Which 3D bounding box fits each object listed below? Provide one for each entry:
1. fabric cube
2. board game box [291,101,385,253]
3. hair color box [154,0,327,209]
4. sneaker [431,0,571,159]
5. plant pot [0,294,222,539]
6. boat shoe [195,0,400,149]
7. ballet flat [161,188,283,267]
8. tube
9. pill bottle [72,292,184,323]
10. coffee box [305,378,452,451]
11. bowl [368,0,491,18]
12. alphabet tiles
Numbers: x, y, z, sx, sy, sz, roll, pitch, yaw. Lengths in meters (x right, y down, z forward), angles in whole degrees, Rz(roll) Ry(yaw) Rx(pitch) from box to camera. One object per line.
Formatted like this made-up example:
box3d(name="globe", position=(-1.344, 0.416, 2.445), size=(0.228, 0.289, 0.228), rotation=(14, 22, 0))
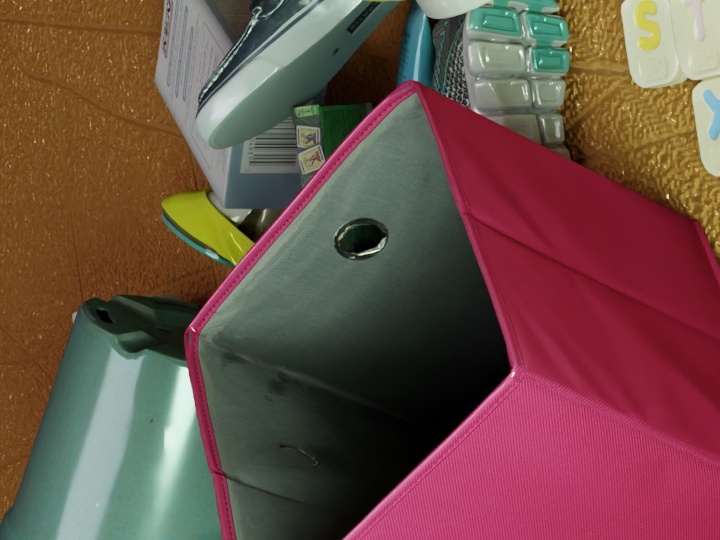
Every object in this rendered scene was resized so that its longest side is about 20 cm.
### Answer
box3d(name="fabric cube", position=(0.060, 0.067, 1.048), size=(0.196, 0.198, 0.201), rotation=(-47, 38, 28))
box3d(name="board game box", position=(0.000, 0.000, 1.313), size=(0.023, 0.105, 0.202), rotation=(-6, 92, 25))
box3d(name="hair color box", position=(-0.079, -0.126, 1.398), size=(0.200, 0.060, 0.100), rotation=(-123, 37, -57))
box3d(name="sneaker", position=(0.074, -0.059, 1.217), size=(0.091, 0.077, 0.202), rotation=(-174, 85, -66))
box3d(name="plant pot", position=(-0.129, 0.130, 1.386), size=(0.200, 0.199, 0.198), rotation=(30, 110, 51))
box3d(name="boat shoe", position=(-0.037, -0.165, 1.266), size=(0.091, 0.200, 0.071), rotation=(47, -179, 16))
box3d(name="ballet flat", position=(-0.059, -0.017, 1.447), size=(0.200, 0.067, 0.067), rotation=(42, 110, 42))
box3d(name="tube", position=(0.035, -0.058, 1.287), size=(0.077, 0.050, 0.202), rotation=(-139, 47, -76))
box3d(name="pill bottle", position=(-0.149, 0.122, 1.565), size=(0.111, 0.110, 0.202), rotation=(-16, 83, 58))
box3d(name="coffee box", position=(0.011, 0.098, 1.195), size=(0.044, 0.200, 0.123), rotation=(-34, 104, 37))
box3d(name="bowl", position=(0.042, -0.199, 1.153), size=(0.200, 0.200, 0.108), rotation=(6, 134, 57))
box3d(name="alphabet tiles", position=(0.189, -0.147, 1.053), size=(0.199, 0.014, 0.198), rotation=(-6, 92, 59))
